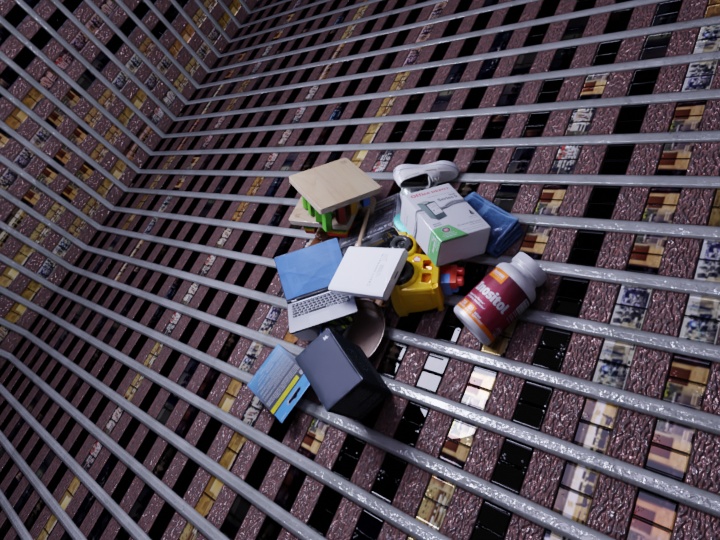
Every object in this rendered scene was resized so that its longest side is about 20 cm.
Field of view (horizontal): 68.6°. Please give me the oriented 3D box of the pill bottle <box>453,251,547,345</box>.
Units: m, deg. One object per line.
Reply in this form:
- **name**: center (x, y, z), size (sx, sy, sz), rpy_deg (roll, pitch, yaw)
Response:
- **pill bottle**: center (0.312, 0.059, 1.171), size (0.200, 0.113, 0.113), rpy_deg (-45, 42, 1)

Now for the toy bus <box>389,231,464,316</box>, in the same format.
- **toy bus**: center (0.169, 0.001, 1.327), size (0.188, 0.137, 0.203), rpy_deg (-5, 52, 19)

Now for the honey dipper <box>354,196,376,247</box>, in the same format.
- **honey dipper**: center (0.013, -0.133, 1.514), size (0.037, 0.038, 0.203), rpy_deg (-14, 45, 29)

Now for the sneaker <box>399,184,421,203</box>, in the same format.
- **sneaker**: center (0.144, -0.190, 1.518), size (0.069, 0.080, 0.203), rpy_deg (-24, 48, 18)

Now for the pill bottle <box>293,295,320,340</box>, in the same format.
- **pill bottle**: center (-0.140, 0.090, 1.502), size (0.111, 0.113, 0.203), rpy_deg (-12, 52, 31)

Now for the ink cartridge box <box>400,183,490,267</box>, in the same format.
- **ink cartridge box**: center (0.205, -0.117, 1.311), size (0.143, 0.085, 0.201), rpy_deg (-16, 46, -19)

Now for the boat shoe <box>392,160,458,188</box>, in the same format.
- **boat shoe**: center (0.191, -0.264, 1.491), size (0.196, 0.073, 0.067), rpy_deg (-2, 50, -18)

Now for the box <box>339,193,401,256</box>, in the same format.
- **box**: center (0.034, -0.131, 1.562), size (0.197, 0.049, 0.160), rpy_deg (-21, 37, 25)

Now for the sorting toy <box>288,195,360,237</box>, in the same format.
- **sorting toy**: center (-0.085, -0.192, 1.601), size (0.196, 0.070, 0.201), rpy_deg (7, 53, 24)

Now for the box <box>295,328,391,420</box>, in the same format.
- **box**: center (-0.035, 0.244, 1.215), size (0.107, 0.200, 0.149), rpy_deg (-40, 60, 4)

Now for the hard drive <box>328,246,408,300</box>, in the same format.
- **hard drive**: center (0.016, 0.004, 1.306), size (0.198, 0.027, 0.134), rpy_deg (5, 61, 47)

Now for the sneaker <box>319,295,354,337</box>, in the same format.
- **sneaker**: center (-0.058, 0.141, 1.382), size (0.082, 0.071, 0.202), rpy_deg (-27, 42, 27)

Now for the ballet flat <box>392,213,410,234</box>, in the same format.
- **ballet flat**: center (0.174, -0.095, 1.418), size (0.198, 0.071, 0.071), rpy_deg (24, 74, 33)

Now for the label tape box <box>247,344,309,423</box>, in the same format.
- **label tape box**: center (-0.200, 0.310, 1.419), size (0.199, 0.063, 0.145), rpy_deg (29, 78, 46)

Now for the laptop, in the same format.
- **laptop**: center (-0.121, 0.038, 1.388), size (0.184, 0.117, 0.201), rpy_deg (-18, 34, 1)

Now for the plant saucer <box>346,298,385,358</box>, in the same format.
- **plant saucer**: center (-0.013, 0.172, 1.400), size (0.197, 0.034, 0.203), rpy_deg (-22, 47, 25)

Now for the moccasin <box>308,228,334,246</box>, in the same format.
- **moccasin**: center (-0.099, -0.133, 1.665), size (0.202, 0.078, 0.074), rpy_deg (-46, 42, -1)

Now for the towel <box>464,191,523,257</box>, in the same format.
- **towel**: center (0.315, -0.122, 1.355), size (0.112, 0.049, 0.200), rpy_deg (-45, 43, 2)

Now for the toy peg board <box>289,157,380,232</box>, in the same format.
- **toy peg board**: center (-0.074, -0.215, 1.522), size (0.196, 0.099, 0.200), rpy_deg (-23, 46, -23)
